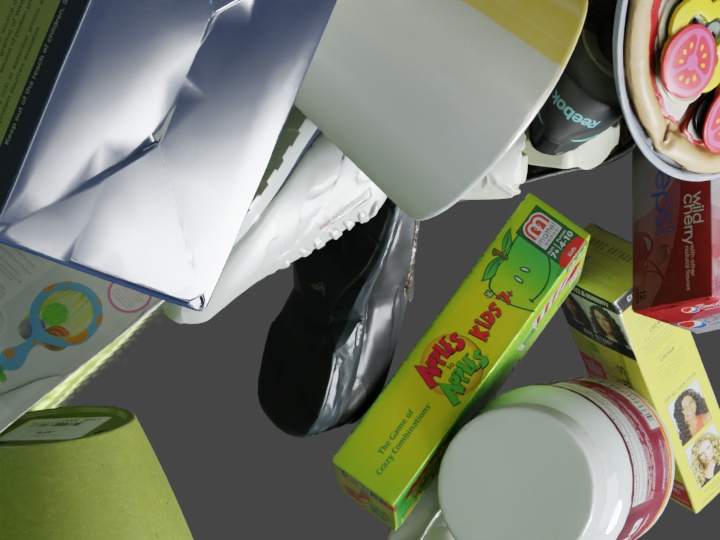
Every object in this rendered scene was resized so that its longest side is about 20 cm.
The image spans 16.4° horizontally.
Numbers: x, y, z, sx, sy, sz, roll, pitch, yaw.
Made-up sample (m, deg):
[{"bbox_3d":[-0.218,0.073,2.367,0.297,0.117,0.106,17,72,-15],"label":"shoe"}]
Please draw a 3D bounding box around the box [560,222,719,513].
[{"bbox_3d":[0.187,0.066,1.643,0.050,0.075,0.201,-40,131,-18],"label":"box"}]

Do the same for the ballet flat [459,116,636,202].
[{"bbox_3d":[0.091,-0.079,1.502,0.199,0.068,0.068,-17,118,-35],"label":"ballet flat"}]

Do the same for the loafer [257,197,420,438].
[{"bbox_3d":[0.000,0.000,1.463,0.072,0.073,0.201,-3,119,-49],"label":"loafer"}]

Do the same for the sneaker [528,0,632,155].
[{"bbox_3d":[0.141,-0.137,1.490,0.079,0.075,0.200,-54,-178,33],"label":"sneaker"}]

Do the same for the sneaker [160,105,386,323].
[{"bbox_3d":[-0.031,-0.042,1.361,0.080,0.076,0.200,45,78,-28],"label":"sneaker"}]

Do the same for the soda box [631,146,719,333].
[{"bbox_3d":[0.213,-0.067,1.558,0.070,0.063,0.201,17,67,-44],"label":"soda box"}]

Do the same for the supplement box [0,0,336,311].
[{"bbox_3d":[-0.139,-0.117,1.196,0.134,0.199,0.201,22,93,-43],"label":"supplement box"}]

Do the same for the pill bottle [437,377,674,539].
[{"bbox_3d":[0.120,0.126,1.528,0.115,0.114,0.200,-71,163,6],"label":"pill bottle"}]

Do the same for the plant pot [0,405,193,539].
[{"bbox_3d":[-0.157,0.180,1.343,0.186,0.187,0.202,-12,101,-37],"label":"plant pot"}]

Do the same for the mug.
[{"bbox_3d":[0.019,-0.144,1.284,0.153,0.149,0.187,35,58,-14],"label":"mug"}]

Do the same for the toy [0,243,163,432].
[{"bbox_3d":[-0.176,0.021,1.298,0.200,0.115,0.047,-37,154,-25],"label":"toy"}]

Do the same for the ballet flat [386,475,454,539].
[{"bbox_3d":[0.041,0.199,1.578,0.069,0.069,0.201,29,88,-44],"label":"ballet flat"}]

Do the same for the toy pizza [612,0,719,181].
[{"bbox_3d":[0.216,-0.147,1.421,0.199,0.032,0.202,-20,119,-41],"label":"toy pizza"}]

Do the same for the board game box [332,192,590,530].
[{"bbox_3d":[0.061,0.057,1.513,0.200,0.047,0.102,-53,170,-10],"label":"board game box"}]
